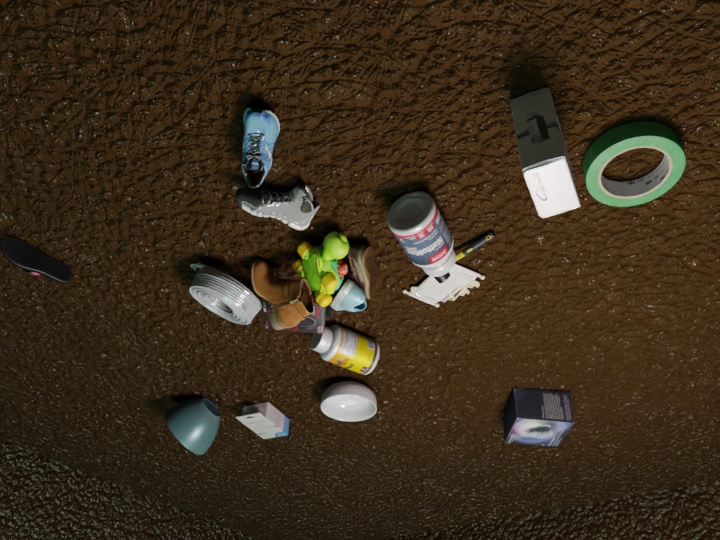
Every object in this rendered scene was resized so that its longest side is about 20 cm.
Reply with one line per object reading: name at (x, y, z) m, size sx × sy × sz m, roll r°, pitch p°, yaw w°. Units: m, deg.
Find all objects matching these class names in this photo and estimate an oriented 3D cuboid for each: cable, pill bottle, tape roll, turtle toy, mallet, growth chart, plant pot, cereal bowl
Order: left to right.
plant pot at (-0.587, 0.541, 2.391) m, size 0.135 × 0.200 × 0.200 m, roll -44°, pitch 132°, yaw -1°
cable at (-0.366, 0.071, 1.787) m, size 0.197 × 0.070 × 0.201 m, roll 15°, pitch 152°, yaw 29°
turtle toy at (-0.086, -0.016, 1.661) m, size 0.100 × 0.146 × 0.201 m, roll -26°, pitch 157°, yaw -31°
pill bottle at (-0.047, 0.233, 1.983) m, size 0.197 × 0.111 × 0.109 m, roll 24°, pitch 138°, yaw -24°
cereal bowl at (-0.038, 0.437, 2.266) m, size 0.196 × 0.085 × 0.202 m, roll 3°, pitch 143°, yaw 2°
pill bottle at (0.153, -0.078, 1.558) m, size 0.118 × 0.121 × 0.201 m, roll -14°, pitch 139°, yaw 22°
growth chart at (0.228, 0.041, 1.788) m, size 0.143 × 0.018 × 0.199 m, roll 26°, pitch 137°, yaw -26°
mallet at (0.259, -0.032, 1.663) m, size 0.198 × 0.041 × 0.066 m, roll -27°, pitch 104°, yaw 29°
tape roll at (0.574, -0.221, 1.394) m, size 0.196 × 0.049 × 0.202 m, roll 3°, pitch 142°, yaw 2°

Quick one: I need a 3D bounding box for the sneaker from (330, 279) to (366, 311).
sneaker at (-0.027, 0.086, 1.765) m, size 0.082 × 0.074 × 0.200 m, roll 39°, pitch 169°, yaw 3°

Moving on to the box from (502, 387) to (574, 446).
box at (0.604, 0.506, 2.266) m, size 0.194 × 0.125 × 0.202 m, roll 4°, pitch 142°, yaw 2°

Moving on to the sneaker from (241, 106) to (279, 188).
sneaker at (-0.213, -0.253, 1.390) m, size 0.077 × 0.091 × 0.202 m, roll 6°, pitch 141°, yaw -3°

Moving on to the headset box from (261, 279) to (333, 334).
headset box at (-0.174, 0.102, 1.855) m, size 0.196 × 0.076 × 0.150 m, roll 5°, pitch 142°, yaw -1°

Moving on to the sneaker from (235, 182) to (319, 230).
sneaker at (-0.180, -0.172, 1.518) m, size 0.197 × 0.076 × 0.115 m, roll 17°, pitch 137°, yaw -33°

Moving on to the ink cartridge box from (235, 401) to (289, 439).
ink cartridge box at (-0.362, 0.549, 2.451) m, size 0.113 × 0.069 × 0.201 m, roll -14°, pitch 139°, yaw 21°

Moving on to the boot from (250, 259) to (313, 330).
boot at (-0.197, 0.045, 1.705) m, size 0.073 × 0.203 × 0.154 m, roll -23°, pitch 178°, yaw -45°

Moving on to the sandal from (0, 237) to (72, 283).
sandal at (-0.872, -0.017, 1.769) m, size 0.045 × 0.076 × 0.199 m, roll -25°, pitch 137°, yaw 31°

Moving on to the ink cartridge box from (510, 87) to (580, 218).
ink cartridge box at (0.356, -0.228, 1.280) m, size 0.083 × 0.203 × 0.146 m, roll -14°, pitch 140°, yaw 22°

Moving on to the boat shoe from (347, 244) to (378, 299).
boat shoe at (0.000, 0.000, 1.724) m, size 0.071 × 0.073 × 0.201 m, roll 15°, pitch 151°, yaw 19°
